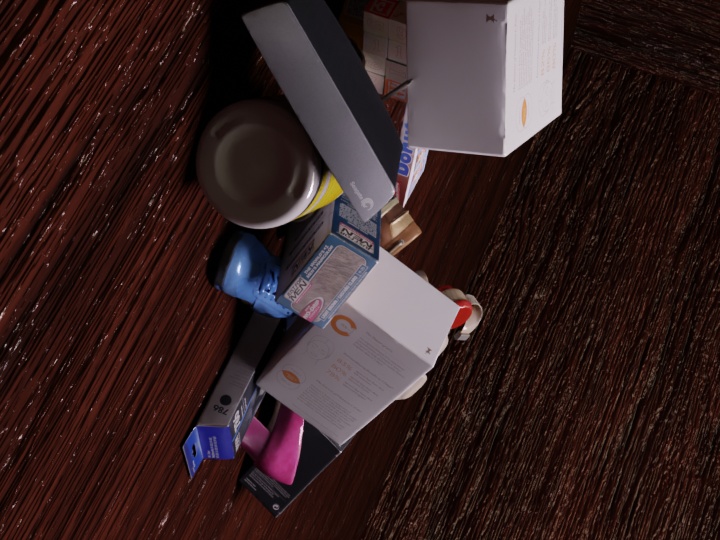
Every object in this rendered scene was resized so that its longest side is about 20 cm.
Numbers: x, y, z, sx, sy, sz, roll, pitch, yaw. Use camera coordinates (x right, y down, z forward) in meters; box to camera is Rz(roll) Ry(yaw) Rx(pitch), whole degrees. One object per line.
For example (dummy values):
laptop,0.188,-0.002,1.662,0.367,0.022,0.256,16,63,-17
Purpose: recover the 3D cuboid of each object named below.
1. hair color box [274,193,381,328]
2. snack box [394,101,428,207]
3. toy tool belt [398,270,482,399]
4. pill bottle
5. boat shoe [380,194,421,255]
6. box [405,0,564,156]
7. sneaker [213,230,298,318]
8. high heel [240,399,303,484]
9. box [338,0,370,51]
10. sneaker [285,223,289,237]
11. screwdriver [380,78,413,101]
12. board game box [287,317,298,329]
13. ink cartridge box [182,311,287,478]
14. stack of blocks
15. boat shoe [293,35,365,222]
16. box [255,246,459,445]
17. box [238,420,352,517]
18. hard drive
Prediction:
hair color box,-0.029,-0.040,1.291,0.100,0.060,0.200,-51,-163,27
snack box,0.065,-0.163,1.397,0.200,0.024,0.072,101,13,-48
toy tool belt,0.043,0.061,1.513,0.125,0.123,0.200,6,134,-42
pill bottle,-0.064,-0.105,1.139,0.200,0.111,0.112,-34,144,-71
boat shoe,0.000,0.000,1.457,0.200,0.074,0.076,-53,172,37
box,0.132,-0.217,1.291,0.200,0.106,0.153,-36,130,-59
sneaker,-0.095,0.010,1.297,0.200,0.078,0.066,54,59,-76
high heel,-0.061,0.157,1.500,0.200,0.096,0.067,-50,-172,-9
box,0.005,-0.266,1.390,0.119,0.041,0.200,-29,140,-74
sneaker,-0.033,-0.107,1.457,0.200,0.077,0.080,-59,136,-29
screwdriver,-0.002,-0.157,1.299,0.200,0.029,0.028,-23,-124,48
board game box,-0.071,0.050,1.602,0.200,0.035,0.136,86,27,-66
ink cartridge box,-0.138,0.140,1.425,0.100,0.039,0.200,92,21,-61
stack of blocks,0.051,-0.289,1.314,0.200,0.058,0.115,94,20,-55
boat shoe,-0.052,-0.151,1.272,0.057,0.067,0.200,35,70,-56
box,-0.005,0.083,1.369,0.200,0.124,0.098,-46,-169,45
box,-0.067,0.233,1.727,0.141,0.079,0.200,-45,178,20
hard drive,-0.025,-0.153,1.058,0.200,0.042,0.135,59,19,-21
